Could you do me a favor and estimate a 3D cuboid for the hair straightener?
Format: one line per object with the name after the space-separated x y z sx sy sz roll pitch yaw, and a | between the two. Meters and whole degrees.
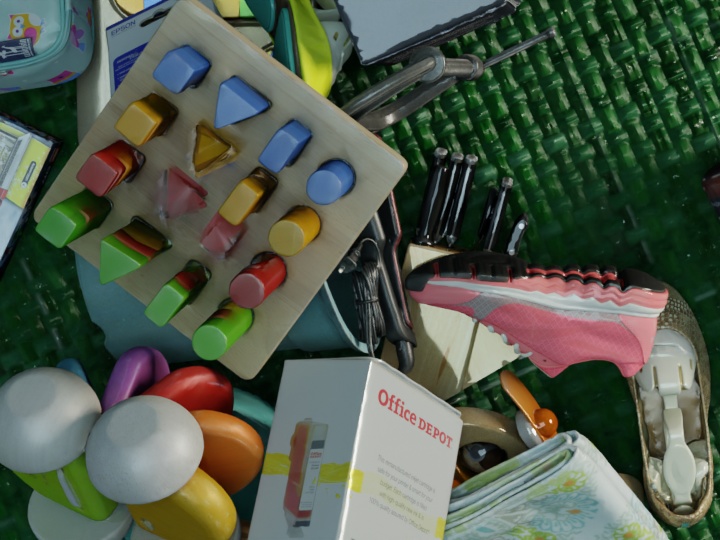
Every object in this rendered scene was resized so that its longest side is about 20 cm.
0.000 0.000 1.496 0.041 0.077 0.200 -4 96 36 | hair straightener

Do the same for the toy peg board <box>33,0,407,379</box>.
-0.108 -0.048 1.386 0.200 0.098 0.199 37 106 0 | toy peg board

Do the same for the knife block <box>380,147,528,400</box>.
0.054 0.010 1.593 0.200 0.064 0.176 -31 91 8 | knife block

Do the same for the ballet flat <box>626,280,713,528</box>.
0.249 0.108 1.583 0.070 0.065 0.200 -11 94 5 | ballet flat

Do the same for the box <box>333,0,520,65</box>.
0.026 -0.266 1.501 0.124 0.197 0.200 -23 92 7 | box

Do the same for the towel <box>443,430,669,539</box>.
0.141 0.220 1.559 0.171 0.048 0.200 -27 129 18 | towel

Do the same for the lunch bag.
-0.295 -0.235 1.573 0.160 0.077 0.200 -7 79 11 | lunch bag

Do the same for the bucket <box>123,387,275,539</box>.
-0.129 0.188 1.590 0.207 0.135 0.208 1 96 6 | bucket

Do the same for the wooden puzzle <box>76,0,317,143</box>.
-0.134 -0.185 1.599 0.200 0.046 0.186 0 96 5 | wooden puzzle

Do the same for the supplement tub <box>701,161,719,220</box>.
0.354 -0.010 1.542 0.107 0.107 0.200 -29 93 7 | supplement tub

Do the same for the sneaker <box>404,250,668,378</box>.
0.130 0.039 1.521 0.200 0.074 0.087 7 104 6 | sneaker

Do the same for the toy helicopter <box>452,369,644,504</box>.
0.139 0.152 1.580 0.200 0.079 0.132 18 131 -16 | toy helicopter

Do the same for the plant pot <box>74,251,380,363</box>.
-0.104 -0.016 1.550 0.196 0.200 0.201 -12 94 15 | plant pot

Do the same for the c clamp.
0.047 -0.144 1.518 0.171 0.200 0.027 -29 87 22 | c clamp

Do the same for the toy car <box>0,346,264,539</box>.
-0.164 0.125 1.449 0.200 0.175 0.150 13 56 22 | toy car

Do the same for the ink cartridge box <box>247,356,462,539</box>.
-0.006 0.179 1.454 0.083 0.145 0.200 -1 67 33 | ink cartridge box

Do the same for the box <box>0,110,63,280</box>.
-0.347 -0.046 1.636 0.136 0.038 0.200 26 97 2 | box

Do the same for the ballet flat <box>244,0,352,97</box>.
-0.042 -0.182 1.501 0.067 0.200 0.067 -3 133 -16 | ballet flat

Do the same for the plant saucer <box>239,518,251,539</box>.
-0.115 0.287 1.511 0.200 0.037 0.201 0 96 3 | plant saucer

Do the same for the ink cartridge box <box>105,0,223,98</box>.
-0.140 -0.129 1.515 0.099 0.200 0.039 -24 137 15 | ink cartridge box
